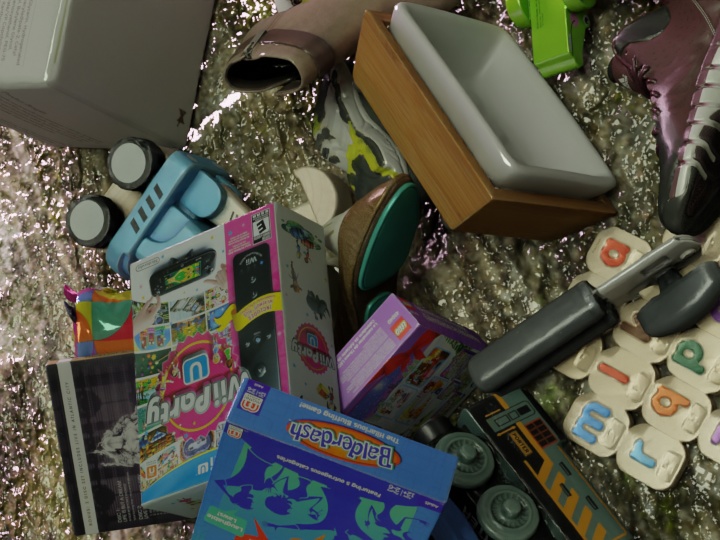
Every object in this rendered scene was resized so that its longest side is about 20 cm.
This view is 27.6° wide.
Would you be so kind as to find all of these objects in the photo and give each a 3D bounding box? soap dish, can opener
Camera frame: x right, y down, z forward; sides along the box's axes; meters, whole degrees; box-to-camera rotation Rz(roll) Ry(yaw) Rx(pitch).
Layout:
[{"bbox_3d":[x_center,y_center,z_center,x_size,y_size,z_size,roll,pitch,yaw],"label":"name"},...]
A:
[{"bbox_3d":[0.093,-0.111,1.145,0.081,0.157,0.200,-48,57,30],"label":"soap dish"},{"bbox_3d":[0.176,0.044,1.090,0.200,0.053,0.067,-37,61,18],"label":"can opener"}]

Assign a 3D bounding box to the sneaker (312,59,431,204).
[{"bbox_3d":[0.019,-0.111,1.236,0.200,0.084,0.075,-116,35,-46],"label":"sneaker"}]

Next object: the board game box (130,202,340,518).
[{"bbox_3d":[-0.095,0.069,1.101,0.147,0.064,0.200,-22,61,29],"label":"board game box"}]

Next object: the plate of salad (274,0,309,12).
[{"bbox_3d":[-0.001,-0.290,1.304,0.200,0.048,0.200,-8,74,28],"label":"plate of salad"}]

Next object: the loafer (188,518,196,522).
[{"bbox_3d":[-0.152,0.119,1.278,0.070,0.075,0.200,-28,68,8],"label":"loafer"}]

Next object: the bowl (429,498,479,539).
[{"bbox_3d":[0.034,0.237,1.088,0.201,0.039,0.201,30,129,46],"label":"bowl"}]

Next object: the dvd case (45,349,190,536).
[{"bbox_3d":[-0.146,0.132,1.201,0.200,0.016,0.149,-8,102,-5],"label":"dvd case"}]

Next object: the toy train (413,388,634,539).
[{"bbox_3d":[0.125,0.177,1.070,0.200,0.114,0.085,51,148,26],"label":"toy train"}]

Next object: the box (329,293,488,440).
[{"bbox_3d":[0.004,0.116,1.140,0.200,0.137,0.039,-49,58,10],"label":"box"}]

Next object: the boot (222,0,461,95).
[{"bbox_3d":[-0.015,-0.196,1.197,0.200,0.070,0.146,-11,26,43],"label":"boot"}]

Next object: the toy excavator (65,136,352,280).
[{"bbox_3d":[-0.128,-0.047,1.299,0.200,0.100,0.195,40,101,19],"label":"toy excavator"}]

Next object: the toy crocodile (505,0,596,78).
[{"bbox_3d":[0.157,-0.254,1.198,0.067,0.062,0.200,-19,70,41],"label":"toy crocodile"}]

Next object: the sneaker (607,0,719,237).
[{"bbox_3d":[0.233,-0.122,1.114,0.115,0.076,0.200,9,71,37],"label":"sneaker"}]

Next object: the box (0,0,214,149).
[{"bbox_3d":[-0.265,-0.231,1.354,0.171,0.199,0.200,5,80,31],"label":"box"}]

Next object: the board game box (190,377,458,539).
[{"bbox_3d":[-0.035,0.176,1.008,0.152,0.200,0.045,20,43,1],"label":"board game box"}]

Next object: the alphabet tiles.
[{"bbox_3d":[0.235,0.057,1.091,0.195,0.015,0.200,29,93,33],"label":"alphabet tiles"}]

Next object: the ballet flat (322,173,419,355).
[{"bbox_3d":[0.000,0.000,1.167,0.072,0.068,0.200,32,137,31],"label":"ballet flat"}]

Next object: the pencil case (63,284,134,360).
[{"bbox_3d":[-0.148,0.045,1.231,0.200,0.088,0.089,-3,72,-6],"label":"pencil case"}]
